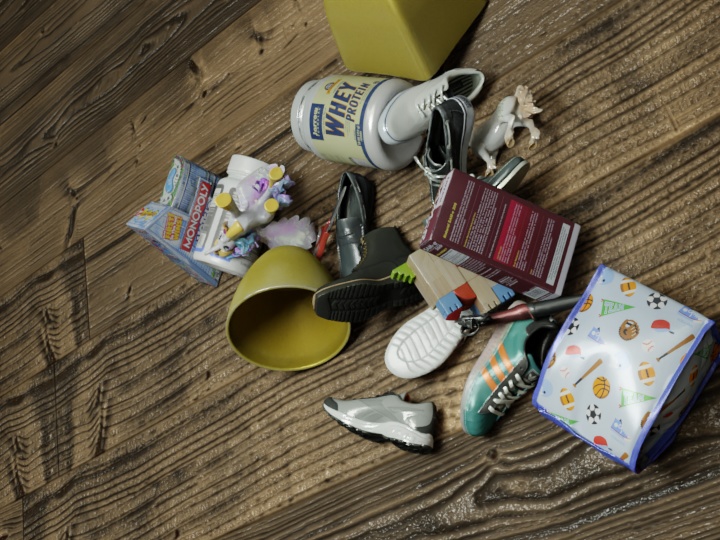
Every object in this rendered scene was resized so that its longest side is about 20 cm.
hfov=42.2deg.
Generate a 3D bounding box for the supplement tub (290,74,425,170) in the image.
[{"bbox_3d":[-0.005,-0.248,1.545,0.198,0.144,0.147,14,82,40],"label":"supplement tub"}]

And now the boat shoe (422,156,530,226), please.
[{"bbox_3d":[0.165,-0.107,1.370,0.200,0.072,0.062,-46,73,35],"label":"boat shoe"}]

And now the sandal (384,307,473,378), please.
[{"bbox_3d":[0.124,0.087,1.388,0.202,0.050,0.083,-43,66,2],"label":"sandal"}]

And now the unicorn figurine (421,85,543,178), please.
[{"bbox_3d":[0.197,-0.202,1.418,0.199,0.073,0.139,-36,46,26],"label":"unicorn figurine"}]

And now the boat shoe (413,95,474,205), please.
[{"bbox_3d":[0.122,-0.162,1.397,0.074,0.067,0.201,45,143,32],"label":"boat shoe"}]

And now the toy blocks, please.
[{"bbox_3d":[0.163,0.007,1.329,0.198,0.100,0.138,-29,75,-16],"label":"toy blocks"}]

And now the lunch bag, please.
[{"bbox_3d":[0.328,0.127,1.160,0.169,0.124,0.201,30,86,40],"label":"lunch bag"}]

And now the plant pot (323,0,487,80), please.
[{"bbox_3d":[0.052,-0.456,1.504,0.194,0.201,0.195,18,64,42],"label":"plant pot"}]

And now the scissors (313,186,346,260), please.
[{"bbox_3d":[-0.052,-0.066,1.528,0.200,0.014,0.074,128,158,-64],"label":"scissors"}]

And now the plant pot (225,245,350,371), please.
[{"bbox_3d":[-0.118,0.044,1.515,0.199,0.199,0.143,-33,40,25],"label":"plant pot"}]

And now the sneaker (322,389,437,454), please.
[{"bbox_3d":[0.031,0.217,1.403,0.198,0.074,0.080,8,70,34],"label":"sneaker"}]

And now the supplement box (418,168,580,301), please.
[{"bbox_3d":[0.190,-0.045,1.276,0.061,0.198,0.110,139,153,-71],"label":"supplement box"}]

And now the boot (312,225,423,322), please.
[{"bbox_3d":[0.000,0.000,1.445,0.139,0.197,0.078,58,146,40],"label":"boot"}]

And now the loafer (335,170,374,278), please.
[{"bbox_3d":[-0.016,-0.065,1.536,0.067,0.070,0.204,-11,67,34],"label":"loafer"}]

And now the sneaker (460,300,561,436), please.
[{"bbox_3d":[0.207,0.143,1.282,0.079,0.071,0.202,25,88,45],"label":"sneaker"}]

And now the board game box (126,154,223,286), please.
[{"bbox_3d":[-0.318,-0.097,1.703,0.061,0.199,0.203,12,82,41],"label":"board game box"}]

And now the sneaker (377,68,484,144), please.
[{"bbox_3d":[0.111,-0.263,1.443,0.199,0.074,0.071,-39,13,-25],"label":"sneaker"}]

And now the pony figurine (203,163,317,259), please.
[{"bbox_3d":[-0.169,-0.095,1.551,0.192,0.200,0.168,-30,81,-22],"label":"pony figurine"}]

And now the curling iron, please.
[{"bbox_3d":[0.224,0.059,1.258,0.197,0.050,0.026,-11,99,7],"label":"curling iron"}]

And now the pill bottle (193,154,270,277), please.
[{"bbox_3d":[-0.218,-0.098,1.682,0.113,0.113,0.203,14,82,40],"label":"pill bottle"}]
